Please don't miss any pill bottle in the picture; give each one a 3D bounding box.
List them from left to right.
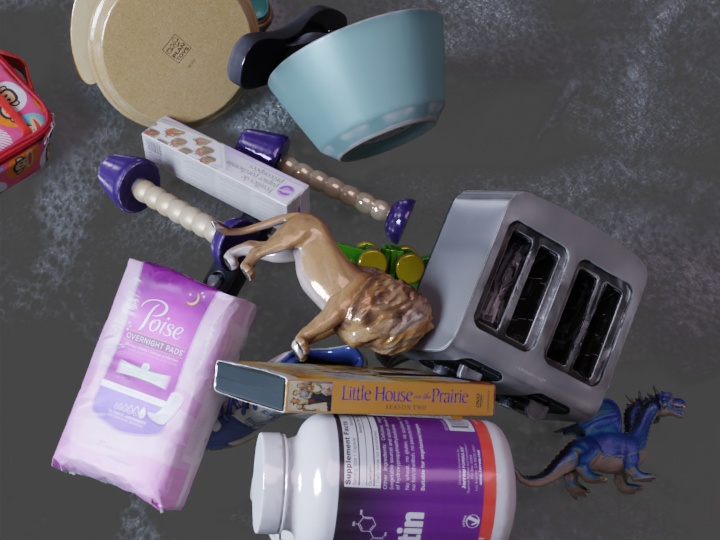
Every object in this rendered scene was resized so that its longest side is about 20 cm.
[{"bbox_3d":[0.016,0.172,0.909,0.197,0.113,0.114,4,60,-10],"label":"pill bottle"}]

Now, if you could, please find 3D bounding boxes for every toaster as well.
[{"bbox_3d":[0.154,0.028,1.077,0.179,0.118,0.202,27,80,-24],"label":"toaster"}]

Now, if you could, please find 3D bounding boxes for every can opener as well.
[{"bbox_3d":[-0.135,0.004,1.136,0.078,0.064,0.201,26,59,5],"label":"can opener"}]

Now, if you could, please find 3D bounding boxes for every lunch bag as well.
[{"bbox_3d":[-0.412,-0.167,1.174,0.200,0.082,0.176,45,58,13],"label":"lunch bag"}]

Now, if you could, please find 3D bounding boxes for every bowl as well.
[{"bbox_3d":[0.011,-0.185,1.218,0.199,0.201,0.106,-19,86,-20],"label":"bowl"}]

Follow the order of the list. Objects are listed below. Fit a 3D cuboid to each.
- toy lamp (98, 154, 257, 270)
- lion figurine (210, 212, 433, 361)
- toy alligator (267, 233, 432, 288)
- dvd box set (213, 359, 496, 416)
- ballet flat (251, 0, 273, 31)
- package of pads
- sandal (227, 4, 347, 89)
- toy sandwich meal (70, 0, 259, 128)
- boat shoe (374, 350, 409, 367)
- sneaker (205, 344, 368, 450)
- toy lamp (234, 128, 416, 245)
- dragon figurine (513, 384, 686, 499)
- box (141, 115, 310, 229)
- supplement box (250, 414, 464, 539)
[{"bbox_3d":[-0.185,-0.063,1.129,0.199,0.059,0.058,29,56,32],"label":"toy lamp"},{"bbox_3d":[-0.033,0.003,1.020,0.122,0.073,0.201,-35,78,-15],"label":"lion figurine"},{"bbox_3d":[0.000,0.000,1.175,0.197,0.059,0.055,6,100,-8],"label":"toy alligator"},{"bbox_3d":[-0.007,0.099,0.970,0.198,0.146,0.030,5,89,-29],"label":"dvd box set"},{"bbox_3d":[-0.197,-0.283,1.282,0.197,0.073,0.069,2,65,-9],"label":"ballet flat"},{"bbox_3d":[-0.180,0.102,1.021,0.119,0.076,0.202,17,79,16],"label":"package of pads"},{"bbox_3d":[-0.071,-0.235,1.255,0.043,0.077,0.200,28,37,20],"label":"sandal"},{"bbox_3d":[-0.207,-0.244,1.221,0.202,0.208,0.070,-9,26,-16],"label":"toy sandwich meal"},{"bbox_3d":[0.106,0.052,1.152,0.198,0.075,0.074,-27,70,-23],"label":"boat shoe"},{"bbox_3d":[-0.087,0.107,1.074,0.197,0.088,0.076,-15,66,-17],"label":"sneaker"},{"bbox_3d":[-0.039,-0.094,1.216,0.198,0.058,0.059,24,59,2],"label":"toy lamp"},{"bbox_3d":[0.227,0.165,1.120,0.197,0.059,0.101,-2,61,-13],"label":"dragon figurine"},{"bbox_3d":[-0.139,-0.100,1.174,0.198,0.042,0.039,27,51,26],"label":"box"},{"bbox_3d":[0.017,0.199,1.020,0.198,0.074,0.126,-12,47,-27],"label":"supplement box"}]
